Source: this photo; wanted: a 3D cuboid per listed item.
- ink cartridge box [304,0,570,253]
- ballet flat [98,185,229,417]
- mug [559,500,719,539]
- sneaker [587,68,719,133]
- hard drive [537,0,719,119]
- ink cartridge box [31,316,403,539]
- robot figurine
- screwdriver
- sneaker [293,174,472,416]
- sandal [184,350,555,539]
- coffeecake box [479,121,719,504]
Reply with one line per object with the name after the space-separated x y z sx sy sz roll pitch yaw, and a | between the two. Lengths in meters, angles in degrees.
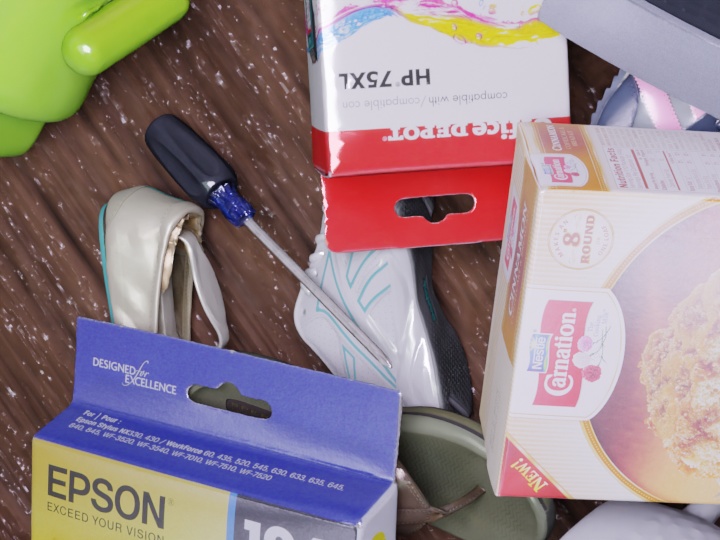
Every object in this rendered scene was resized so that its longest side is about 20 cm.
0.034 -0.108 0.910 0.116 0.067 0.201 -5 97 -6 | ink cartridge box
-0.100 0.055 1.039 0.069 0.069 0.201 0 100 17 | ballet flat
0.178 0.182 0.946 0.200 0.148 0.175 -43 69 -12 | mug
0.166 -0.077 0.899 0.082 0.070 0.200 30 90 34 | sneaker
0.192 -0.122 0.847 0.200 0.042 0.135 28 70 17 | hard drive
-0.077 0.140 0.973 0.197 0.047 0.201 11 109 29 | ink cartridge box
-0.170 -0.156 0.996 0.175 0.116 0.200 36 108 21 | robot figurine
-0.047 -0.018 0.991 0.200 0.028 0.029 43 155 34 | screwdriver
0.000 0.000 0.998 0.080 0.070 0.201 -7 98 21 | sneaker
0.000 0.102 0.977 0.200 0.057 0.080 17 137 14 | sandal
0.162 0.022 0.872 0.199 0.073 0.154 3 118 -5 | coffeecake box
